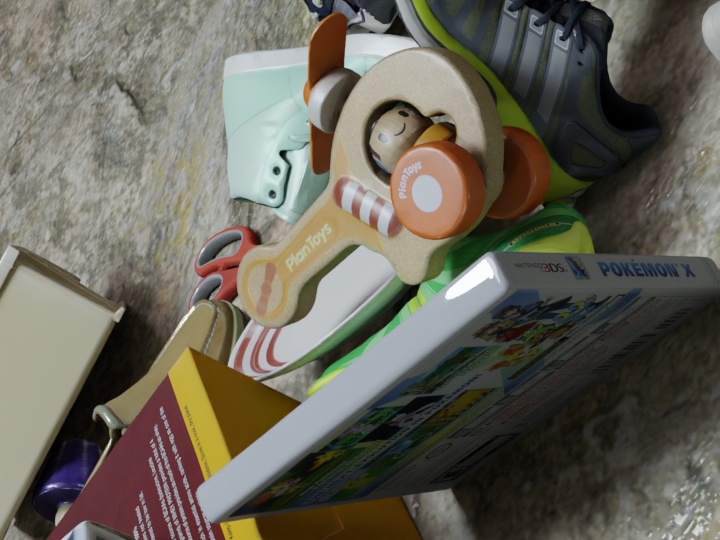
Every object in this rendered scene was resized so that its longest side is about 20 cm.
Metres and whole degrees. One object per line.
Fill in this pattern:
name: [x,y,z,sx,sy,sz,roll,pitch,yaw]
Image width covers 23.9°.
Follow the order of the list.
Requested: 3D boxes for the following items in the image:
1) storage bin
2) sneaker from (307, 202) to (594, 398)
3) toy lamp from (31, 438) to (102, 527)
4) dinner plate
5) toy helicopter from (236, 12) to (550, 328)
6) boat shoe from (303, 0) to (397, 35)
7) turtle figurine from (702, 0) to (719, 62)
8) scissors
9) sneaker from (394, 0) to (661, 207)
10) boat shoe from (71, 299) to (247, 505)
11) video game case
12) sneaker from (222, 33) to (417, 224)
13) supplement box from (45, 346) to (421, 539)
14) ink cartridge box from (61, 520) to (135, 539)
storage bin: [-0.260,0.091,1.259,0.200,0.094,0.199,-63,8,-3]
sneaker: [0.054,0.034,0.908,0.200,0.074,0.084,-35,21,35]
toy lamp: [-0.204,0.207,1.163,0.058,0.058,0.200,-37,37,36]
dinner plate: [0.000,0.000,1.005,0.200,0.024,0.200,-39,15,13]
toy helicopter: [-0.007,-0.042,0.884,0.200,0.079,0.132,-43,74,37]
boat shoe: [-0.020,-0.203,1.132,0.075,0.093,0.200,-59,9,-1]
turtle figurine: [0.248,-0.136,0.733,0.194,0.199,0.144,149,119,-72]
scissors: [-0.063,-0.012,1.169,0.200,0.014,0.073,-21,47,51]
sneaker: [0.083,-0.125,0.875,0.081,0.200,0.074,-24,30,28]
boat shoe: [-0.141,0.104,1.130,0.072,0.076,0.201,-1,64,57]
video game case: [0.049,0.054,0.787,0.200,0.182,0.022,-40,65,33]
sneaker: [-0.009,-0.089,1.112,0.200,0.074,0.119,-3,84,42]
supplement box: [-0.076,0.190,0.900,0.200,0.133,0.197,-53,31,14]
ink cartridge box: [-0.176,0.254,0.826,0.198,0.043,0.200,-42,37,33]
